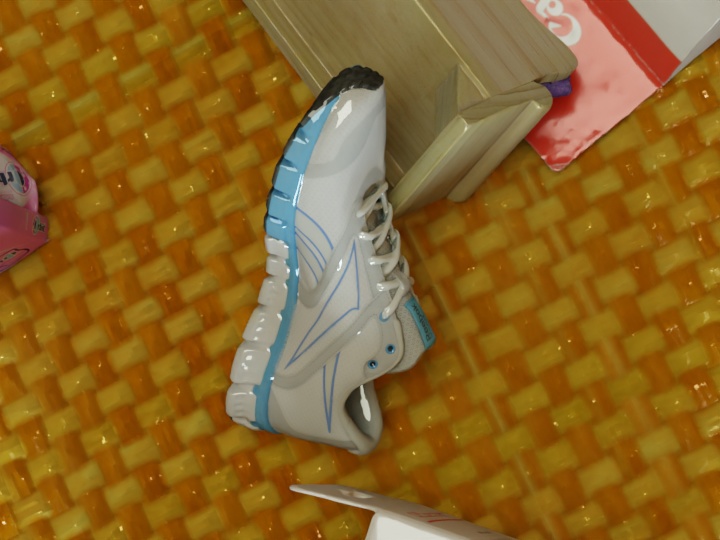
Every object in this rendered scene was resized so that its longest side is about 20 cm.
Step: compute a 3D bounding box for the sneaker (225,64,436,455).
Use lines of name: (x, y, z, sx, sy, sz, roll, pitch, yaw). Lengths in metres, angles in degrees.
sneaker: (0.000, 0.000, 1.061, 0.086, 0.075, 0.201, 22, 125, 17)

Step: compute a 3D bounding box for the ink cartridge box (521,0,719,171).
ink cartridge box: (0.119, -0.173, 1.102, 0.200, 0.050, 0.162, -39, 77, 2)

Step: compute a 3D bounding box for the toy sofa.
toy sofa: (0.005, -0.130, 1.107, 0.200, 0.097, 0.083, 53, 133, 12)

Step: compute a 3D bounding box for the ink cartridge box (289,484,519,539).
ink cartridge box: (0.062, 0.157, 1.041, 0.199, 0.116, 0.068, 18, 88, 14)

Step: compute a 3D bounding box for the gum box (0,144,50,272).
gum box: (-0.259, -0.005, 1.125, 0.199, 0.113, 0.066, -29, 79, 7)
